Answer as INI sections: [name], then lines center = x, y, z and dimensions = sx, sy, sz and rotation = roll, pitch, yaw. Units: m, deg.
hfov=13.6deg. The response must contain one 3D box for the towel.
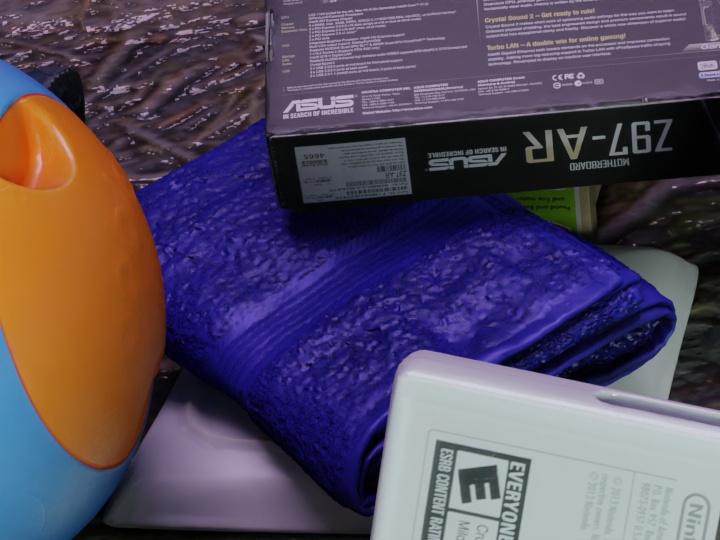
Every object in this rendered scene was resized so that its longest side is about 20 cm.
[towel]
center = 0.000, 0.000, 1.111
dimensions = 0.147, 0.050, 0.200
rotation = -28, 39, -24

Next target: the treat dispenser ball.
[treat dispenser ball]
center = -0.167, 0.018, 1.032
dimensions = 0.200, 0.202, 0.201
rotation = -6, 27, 3

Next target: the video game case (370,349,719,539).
[video game case]
center = 0.083, 0.131, 0.721
dimensions = 0.181, 0.201, 0.023
rotation = 11, 18, 9

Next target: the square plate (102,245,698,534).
[square plate]
center = 0.020, 0.036, 1.141
dimensions = 0.197, 0.029, 0.200
rotation = -1, 28, 14

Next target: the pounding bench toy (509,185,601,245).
[pounding bench toy]
center = 0.081, -0.092, 1.266
dimensions = 0.199, 0.125, 0.156
rotation = 0, 28, 15

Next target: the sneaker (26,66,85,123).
[sneaker]
center = -0.178, -0.034, 1.279
dimensions = 0.082, 0.070, 0.200
rotation = 5, 28, 15

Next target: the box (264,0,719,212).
[box]
center = 0.063, -0.103, 1.132
dimensions = 0.199, 0.044, 0.161
rotation = -5, 49, 3
